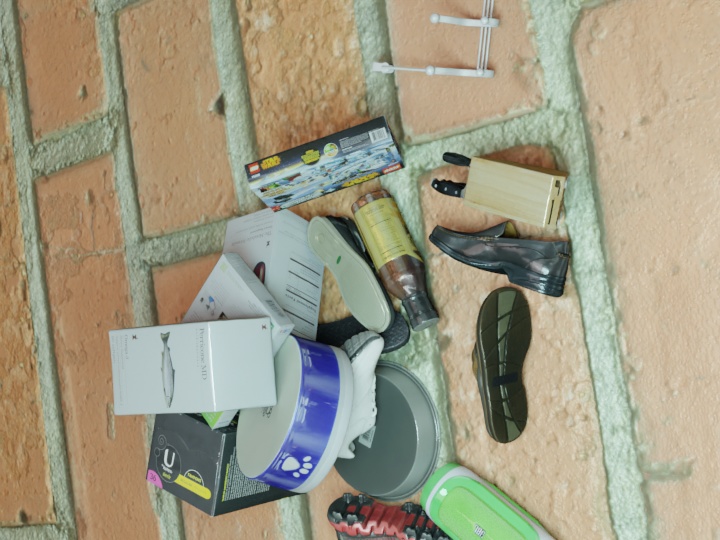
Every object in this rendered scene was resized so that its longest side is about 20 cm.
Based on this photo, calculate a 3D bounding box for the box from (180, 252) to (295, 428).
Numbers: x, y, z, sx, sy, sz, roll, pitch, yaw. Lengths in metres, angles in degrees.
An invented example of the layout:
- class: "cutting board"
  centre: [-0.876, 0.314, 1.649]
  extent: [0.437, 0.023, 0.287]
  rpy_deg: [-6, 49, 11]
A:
- class: "box"
  centre: [-0.185, 0.097, 1.665]
  extent: [0.144, 0.036, 0.200]
  rpy_deg: [50, 119, 26]

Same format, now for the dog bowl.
- class: "dog bowl"
  centre: [-0.090, 0.190, 1.622]
  extent: [0.200, 0.078, 0.201]
  rpy_deg: [-47, 34, 45]

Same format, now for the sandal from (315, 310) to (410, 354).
- class: "sandal"
  centre: [-0.010, 0.100, 1.731]
  extent: [0.199, 0.045, 0.075]
  rpy_deg: [-12, 48, 33]

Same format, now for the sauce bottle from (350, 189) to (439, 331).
- class: "sauce bottle"
  centre: [0.051, -0.013, 1.674]
  extent: [0.066, 0.066, 0.201]
  rpy_deg: [-34, 72, 35]

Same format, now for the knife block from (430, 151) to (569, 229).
- class: "knife block"
  centre: [0.167, -0.104, 1.507]
  extent: [0.175, 0.200, 0.064]
  rpy_deg: [10, 99, 9]

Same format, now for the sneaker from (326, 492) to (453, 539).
- class: "sneaker"
  centre: [0.052, 0.370, 1.681]
  extent: [0.199, 0.071, 0.098]
  rpy_deg: [5, 119, 24]

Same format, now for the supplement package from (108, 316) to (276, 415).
- class: "supplement package"
  centre: [-0.221, 0.126, 1.598]
  extent: [0.199, 0.117, 0.118]
  rpy_deg: [-7, 85, 39]

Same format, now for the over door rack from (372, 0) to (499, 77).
- class: "over door rack"
  centre: [0.093, -0.334, 1.626]
  extent: [0.199, 0.066, 0.149]
  rpy_deg: [11, 97, 39]

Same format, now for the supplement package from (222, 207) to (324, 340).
- class: "supplement package"
  centre: [-0.131, 0.027, 1.752]
  extent: [0.113, 0.109, 0.201]
  rpy_deg: [-16, 58, 38]

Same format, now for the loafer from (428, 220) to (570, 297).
- class: "loafer"
  centre: [0.181, -0.029, 1.566]
  extent: [0.199, 0.073, 0.073]
  rpy_deg: [21, 96, 28]

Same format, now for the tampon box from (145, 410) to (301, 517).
- class: "tampon box"
  centre: [-0.187, 0.263, 1.791]
  extent: [0.149, 0.200, 0.127]
  rpy_deg: [18, 103, 39]

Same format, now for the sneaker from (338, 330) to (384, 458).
- class: "sneaker"
  centre: [-0.011, 0.171, 1.676]
  extent: [0.075, 0.087, 0.201]
  rpy_deg: [-91, 26, -65]

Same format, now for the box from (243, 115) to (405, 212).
- class: "box"
  centre: [-0.045, -0.142, 1.648]
  extent: [0.199, 0.137, 0.040]
  rpy_deg: [-19, 76, 5]

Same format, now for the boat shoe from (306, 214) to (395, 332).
- class: "boat shoe"
  centre: [0.000, 0.000, 1.709]
  extent: [0.072, 0.067, 0.200]
  rpy_deg: [-54, 55, 34]

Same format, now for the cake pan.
- class: "cake pan"
  centre: [0.023, 0.229, 1.720]
  extent: [0.200, 0.037, 0.201]
  rpy_deg: [2, 92, 40]

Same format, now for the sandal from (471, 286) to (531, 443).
- class: "sandal"
  centre: [0.178, 0.121, 1.576]
  extent: [0.055, 0.081, 0.201]
  rpy_deg: [8, 104, 61]

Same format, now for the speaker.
- class: "speaker"
  centre: [0.171, 0.335, 1.569]
  extent: [0.200, 0.088, 0.089]
  rpy_deg: [37, 114, 33]
